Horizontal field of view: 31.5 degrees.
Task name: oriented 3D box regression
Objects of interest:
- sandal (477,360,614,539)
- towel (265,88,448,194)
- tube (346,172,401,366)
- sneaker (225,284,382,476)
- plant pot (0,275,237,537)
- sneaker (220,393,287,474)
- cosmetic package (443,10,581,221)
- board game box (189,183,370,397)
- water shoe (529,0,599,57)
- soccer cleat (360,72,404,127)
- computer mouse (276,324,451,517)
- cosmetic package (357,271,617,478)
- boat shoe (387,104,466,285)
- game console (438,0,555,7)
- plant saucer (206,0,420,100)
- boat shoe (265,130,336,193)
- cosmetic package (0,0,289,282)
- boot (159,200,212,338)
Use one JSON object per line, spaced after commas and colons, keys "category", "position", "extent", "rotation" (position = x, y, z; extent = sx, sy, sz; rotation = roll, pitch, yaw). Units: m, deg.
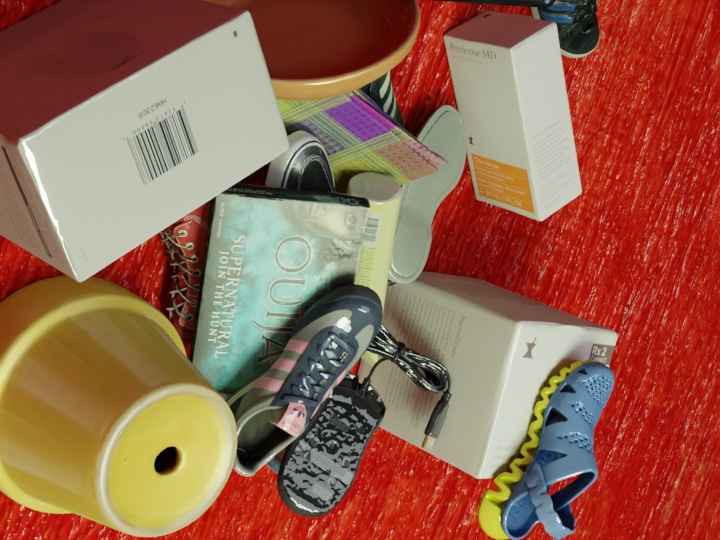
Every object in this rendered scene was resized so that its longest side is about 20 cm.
{"category": "sandal", "position": [0.198, 0.182, 1.236], "extent": [0.079, 0.087, 0.200], "rotation": [35, 80, -41]}
{"category": "towel", "position": [-0.028, -0.118, 1.171], "extent": [0.200, 0.143, 0.023], "rotation": [32, 50, -44]}
{"category": "tube", "position": [0.000, 0.000, 1.236], "extent": [0.052, 0.058, 0.200], "rotation": [1, 127, -11]}
{"category": "sneaker", "position": [-0.048, 0.102, 1.114], "extent": [0.070, 0.082, 0.200], "rotation": [33, 109, -24]}
{"category": "plant pot", "position": [-0.207, 0.124, 1.055], "extent": [0.201, 0.189, 0.201], "rotation": [-18, 118, -37]}
{"category": "sneaker", "position": [-0.058, 0.121, 1.265], "extent": [0.131, 0.079, 0.200], "rotation": [-41, 130, -22]}
{"category": "cosmetic package", "position": [0.161, -0.162, 1.340], "extent": [0.071, 0.101, 0.200], "rotation": [-33, 125, -28]}
{"category": "board game box", "position": [-0.075, 0.021, 1.127], "extent": [0.135, 0.028, 0.200], "rotation": [4, 119, -14]}
{"category": "water shoe", "position": [0.222, -0.299, 1.358], "extent": [0.072, 0.079, 0.200], "rotation": [-50, 132, -16]}
{"category": "soccer cleat", "position": [0.001, -0.162, 1.198], "extent": [0.081, 0.067, 0.200], "rotation": [-58, 151, -49]}
{"category": "computer mouse", "position": [0.003, 0.154, 1.234], "extent": [0.140, 0.046, 0.200], "rotation": [29, 74, -18]}
{"category": "cosmetic package", "position": [0.127, 0.106, 1.342], "extent": [0.165, 0.200, 0.165], "rotation": [7, 101, -43]}
{"category": "boat shoe", "position": [0.048, -0.079, 1.297], "extent": [0.076, 0.060, 0.200], "rotation": [40, 64, -32]}
{"category": "game console", "position": [0.063, -0.297, 1.154], "extent": [0.200, 0.177, 0.031], "rotation": [-7, 135, -40]}
{"category": "plant saucer", "position": [-0.050, -0.203, 1.073], "extent": [0.200, 0.200, 0.037], "rotation": [-33, 144, -29]}
{"category": "boat shoe", "position": [-0.037, -0.031, 1.161], "extent": [0.072, 0.068, 0.200], "rotation": [-31, 135, -35]}
{"category": "cosmetic package", "position": [-0.200, -0.115, 0.961], "extent": [0.199, 0.200, 0.123], "rotation": [-35, 129, -27]}
{"category": "boot", "position": [-0.160, -0.017, 1.129], "extent": [0.200, 0.072, 0.144], "rotation": [30, 87, -48]}
